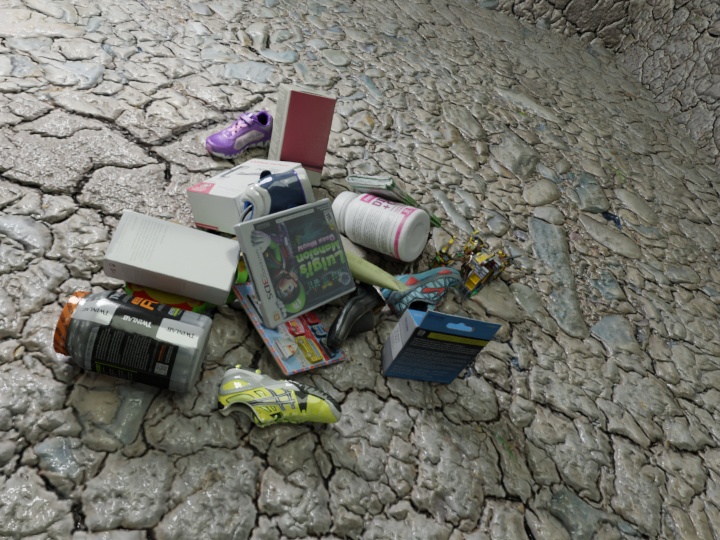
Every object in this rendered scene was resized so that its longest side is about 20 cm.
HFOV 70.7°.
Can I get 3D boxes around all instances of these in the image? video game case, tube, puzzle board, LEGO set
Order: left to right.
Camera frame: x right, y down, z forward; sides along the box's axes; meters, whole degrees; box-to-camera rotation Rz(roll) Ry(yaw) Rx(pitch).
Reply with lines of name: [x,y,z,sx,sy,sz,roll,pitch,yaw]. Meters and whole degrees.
puzzle board: [-0.127,0.093,0.917,0.151,0.017,0.200,-3,49,-52]
video game case: [-0.108,-0.018,0.899,0.200,0.023,0.182,-23,102,-40]
tube: [0.000,0.000,0.997,0.200,0.052,0.058,23,51,14]
LEGO set: [0.275,-0.034,1.185,0.200,0.116,0.154,-15,58,-35]

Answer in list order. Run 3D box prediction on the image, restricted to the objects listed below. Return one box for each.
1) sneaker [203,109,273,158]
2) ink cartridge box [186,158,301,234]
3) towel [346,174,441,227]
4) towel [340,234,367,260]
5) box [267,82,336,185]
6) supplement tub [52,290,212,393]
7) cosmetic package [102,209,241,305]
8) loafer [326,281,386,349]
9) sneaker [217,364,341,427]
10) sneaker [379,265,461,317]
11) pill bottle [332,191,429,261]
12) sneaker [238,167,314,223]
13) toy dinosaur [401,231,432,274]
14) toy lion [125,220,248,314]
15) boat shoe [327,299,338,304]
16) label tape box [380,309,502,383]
sneaker: [-0.284,-0.334,1.216,0.080,0.089,0.200,44,48,15]
ink cartridge box: [-0.228,-0.157,1.044,0.145,0.085,0.200,13,34,32]
towel: [0.078,-0.158,1.145,0.200,0.031,0.149,29,-6,-41]
towel: [-0.094,-0.046,1.082,0.200,0.035,0.133,33,46,5]
box: [-0.138,-0.311,1.163,0.109,0.201,0.128,4,24,-22]
supplement tub: [-0.337,0.103,0.766,0.199,0.123,0.123,17,45,-11]
cosmetic package: [-0.311,-0.019,0.856,0.199,0.074,0.102,18,60,-15]
loafer: [-0.002,0.088,0.966,0.072,0.073,0.200,35,37,0]
sneaker: [-0.129,0.217,0.806,0.199,0.076,0.077,14,52,1]
sneaker: [0.138,0.054,1.086,0.199,0.079,0.096,-12,70,-25]
pill bottle: [0.039,-0.101,1.100,0.200,0.114,0.113,22,39,30]
sneaker: [-0.160,-0.099,0.971,0.146,0.200,0.081,-22,55,-14]
toy dinosaur: [0.098,-0.078,1.173,0.102,0.077,0.200,-10,58,-48]
toy lion: [-0.306,0.014,0.914,0.199,0.069,0.192,13,53,-15]
boat shoe: [-0.120,-0.001,0.979,0.200,0.063,0.071,35,77,-30]
label tape box: [0.139,0.123,0.918,0.143,0.200,0.066,11,44,-16]
